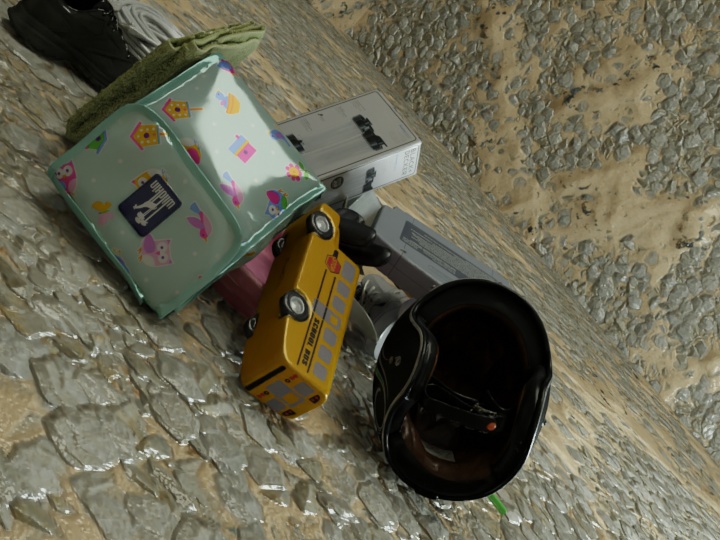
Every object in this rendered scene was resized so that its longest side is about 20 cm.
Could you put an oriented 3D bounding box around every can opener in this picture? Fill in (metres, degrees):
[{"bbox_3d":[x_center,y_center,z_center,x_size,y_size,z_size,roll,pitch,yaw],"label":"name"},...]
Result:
[{"bbox_3d":[-0.023,-0.038,1.011,0.063,0.079,0.200,39,-6,-19],"label":"can opener"}]

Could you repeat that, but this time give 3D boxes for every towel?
[{"bbox_3d":[-0.194,-0.186,0.942,0.037,0.198,0.148,62,34,-5],"label":"towel"}]

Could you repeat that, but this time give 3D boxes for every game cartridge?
[{"bbox_3d":[0.095,0.004,1.105,0.198,0.042,0.134,33,28,-4],"label":"game cartridge"}]

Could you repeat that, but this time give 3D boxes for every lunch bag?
[{"bbox_3d":[-0.157,-0.072,0.847,0.171,0.122,0.200,52,52,-2],"label":"lunch bag"}]

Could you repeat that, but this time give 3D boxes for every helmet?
[{"bbox_3d":[0.103,0.114,0.968,0.200,0.200,0.192,41,29,-14],"label":"helmet"}]

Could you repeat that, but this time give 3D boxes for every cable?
[{"bbox_3d":[-0.274,-0.288,1.291,0.199,0.069,0.201,40,15,-21],"label":"cable"}]

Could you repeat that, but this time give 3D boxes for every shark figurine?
[{"bbox_3d":[0.004,-0.007,1.139,0.088,0.130,0.215,13,17,-7],"label":"shark figurine"}]

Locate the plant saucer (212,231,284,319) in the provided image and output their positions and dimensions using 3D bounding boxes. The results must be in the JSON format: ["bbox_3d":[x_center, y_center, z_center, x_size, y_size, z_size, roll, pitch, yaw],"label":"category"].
[{"bbox_3d":[-0.106,0.000,1.008,0.200,0.051,0.201,41,14,-13],"label":"plant saucer"}]

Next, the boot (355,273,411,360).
[{"bbox_3d":[0.019,0.054,1.200,0.095,0.074,0.200,35,10,13],"label":"boot"}]

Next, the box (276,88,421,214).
[{"bbox_3d":[-0.035,-0.147,1.196,0.117,0.198,0.061,52,-26,32],"label":"box"}]

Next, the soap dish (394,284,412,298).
[{"bbox_3d":[0.142,0.043,1.416,0.158,0.081,0.199,52,16,25],"label":"soap dish"}]

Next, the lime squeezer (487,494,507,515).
[{"bbox_3d":[0.098,0.197,1.090,0.201,0.037,0.071,52,-15,26],"label":"lime squeezer"}]

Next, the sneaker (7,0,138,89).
[{"bbox_3d":[-0.310,-0.273,1.110,0.199,0.091,0.076,28,20,-51],"label":"sneaker"}]

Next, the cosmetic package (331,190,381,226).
[{"bbox_3d":[-0.034,-0.110,1.349,0.113,0.081,0.200,50,1,10],"label":"cosmetic package"}]

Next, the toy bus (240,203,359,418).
[{"bbox_3d":[-0.053,0.032,0.888,0.078,0.065,0.202,39,41,-23],"label":"toy bus"}]

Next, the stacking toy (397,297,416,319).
[{"bbox_3d":[0.110,0.082,1.150,0.200,0.146,0.147,37,15,-50],"label":"stacking toy"}]
